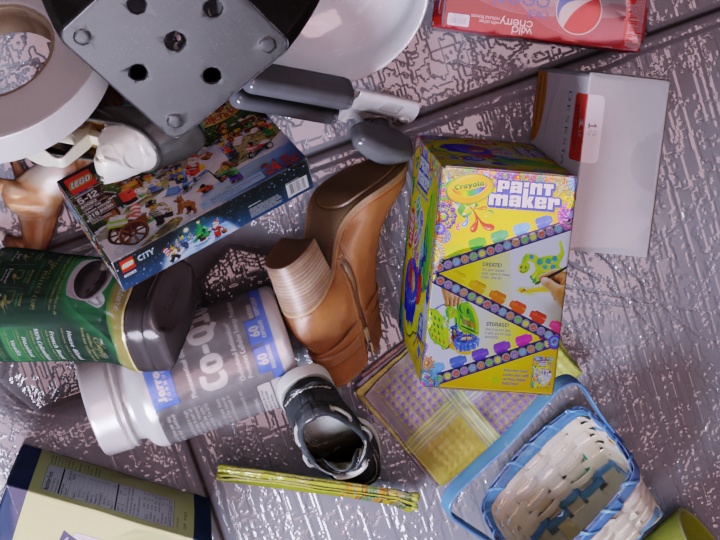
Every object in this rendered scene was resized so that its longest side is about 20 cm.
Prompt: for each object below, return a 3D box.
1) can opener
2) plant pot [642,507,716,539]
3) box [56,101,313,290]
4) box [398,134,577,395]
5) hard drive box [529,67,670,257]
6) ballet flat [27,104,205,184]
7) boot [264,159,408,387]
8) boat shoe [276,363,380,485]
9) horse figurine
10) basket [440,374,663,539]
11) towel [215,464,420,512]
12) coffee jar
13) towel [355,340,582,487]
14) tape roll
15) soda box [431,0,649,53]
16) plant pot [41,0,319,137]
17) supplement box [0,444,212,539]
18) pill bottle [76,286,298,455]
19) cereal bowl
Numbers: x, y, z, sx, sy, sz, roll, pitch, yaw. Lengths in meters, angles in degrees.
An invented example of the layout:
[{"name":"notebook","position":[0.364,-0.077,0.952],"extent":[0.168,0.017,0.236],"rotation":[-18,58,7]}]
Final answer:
[{"name":"can opener","position":[-0.028,-0.149,1.359],"extent":[0.198,0.053,0.067],"rotation":[11,57,-32]},{"name":"plant pot","position":[0.291,0.371,1.472],"extent":[0.199,0.187,0.188],"rotation":[-36,101,15]},{"name":"box","position":[-0.160,-0.079,1.339],"extent":[0.198,0.137,0.038],"rotation":[-30,137,-15]},{"name":"box","position":[0.111,-0.011,1.339],"extent":[0.120,0.200,0.196],"rotation":[4,102,-5]},{"name":"hard drive box","position":[0.214,-0.106,1.364],"extent":[0.076,0.200,0.158],"rotation":[5,97,-7]},{"name":"ballet flat","position":[-0.238,-0.112,1.311],"extent":[0.197,0.069,0.068],"rotation":[8,140,14]},{"name":"boot","position":[0.000,0.000,1.415],"extent":[0.201,0.076,0.156],"rotation":[-53,131,-35]},{"name":"boat shoe","position":[-0.025,0.166,1.397],"extent":[0.075,0.061,0.200],"rotation":[-30,140,6]},{"name":"horse figurine","position":[-0.292,-0.109,1.382],"extent":[0.199,0.050,0.133],"rotation":[-40,95,3]},{"name":"basket","position":[0.186,0.213,1.429],"extent":[0.176,0.139,0.200],"rotation":[-43,131,1]},{"name":"towel","position":[-0.043,0.215,1.434],"extent":[0.197,0.086,0.018],"rotation":[9,75,-3]},{"name":"coffee jar","position":[-0.248,0.035,1.338],"extent":[0.197,0.105,0.086],"rotation":[3,136,17]},{"name":"towel","position":[0.109,0.110,1.475],"extent":[0.199,0.023,0.144],"rotation":[-37,100,0]},{"name":"tape roll","position":[-0.320,-0.185,1.311],"extent":[0.200,0.037,0.205],"rotation":[-4,59,7]},{"name":"soda box","position":[0.171,-0.250,1.403],"extent":[0.197,0.070,0.064],"rotation":[7,97,-7]},{"name":"plant pot","position":[-0.147,-0.234,1.211],"extent":[0.199,0.178,0.199],"rotation":[-35,123,21]},{"name":"supplement box","position":[-0.264,0.302,1.403],"extent":[0.197,0.134,0.202],"rotation":[18,96,-9]},{"name":"pill bottle","position":[-0.160,0.099,1.396],"extent":[0.198,0.114,0.115],"rotation":[-19,100,-4]},{"name":"cereal bowl","position":[-0.037,-0.274,1.352],"extent":[0.197,0.084,0.202],"rotation":[-2,128,-2]}]
